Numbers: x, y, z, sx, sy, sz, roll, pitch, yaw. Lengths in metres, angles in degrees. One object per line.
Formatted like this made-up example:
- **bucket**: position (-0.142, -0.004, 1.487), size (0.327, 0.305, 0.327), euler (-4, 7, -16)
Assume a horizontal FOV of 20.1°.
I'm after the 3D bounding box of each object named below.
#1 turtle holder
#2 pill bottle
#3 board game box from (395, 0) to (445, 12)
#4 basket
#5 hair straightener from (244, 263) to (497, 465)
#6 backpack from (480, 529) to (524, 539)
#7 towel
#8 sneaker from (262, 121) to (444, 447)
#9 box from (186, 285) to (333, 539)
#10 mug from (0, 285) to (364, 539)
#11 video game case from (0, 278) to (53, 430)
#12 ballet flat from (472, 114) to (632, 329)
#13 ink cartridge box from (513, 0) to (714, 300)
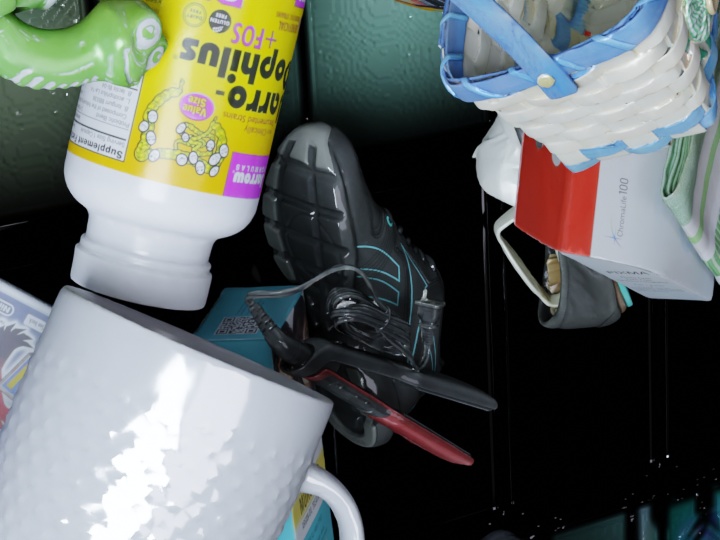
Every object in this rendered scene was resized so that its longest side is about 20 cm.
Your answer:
- **turtle holder**: position (-0.159, -0.181, 0.947), size (0.131, 0.141, 0.186), euler (-27, 72, -20)
- **pill bottle**: position (-0.093, -0.086, 1.049), size (0.103, 0.104, 0.202), euler (9, 99, -32)
- **board game box**: position (0.030, -0.245, 1.049), size (0.165, 0.056, 0.202), euler (7, 94, -67)
- **basket**: position (0.097, -0.162, 1.003), size (0.200, 0.138, 0.178), euler (37, 49, -36)
- **hair straightener**: position (0.011, 0.041, 1.109), size (0.199, 0.041, 0.078), euler (31, 83, -43)
- **backpack**: position (0.065, 0.272, 1.215), size (0.199, 0.154, 0.192), euler (-30, 109, -14)
- **towel**: position (0.237, -0.060, 1.237), size (0.200, 0.023, 0.154), euler (46, 53, -49)
- **sneaker**: position (0.000, 0.000, 1.157), size (0.079, 0.075, 0.202), euler (-32, 126, -31)
- **box**: position (-0.051, 0.116, 1.137), size (0.049, 0.082, 0.202), euler (-2, 110, 13)
- **mug**: position (-0.091, 0.127, 1.004), size (0.199, 0.148, 0.177), euler (24, 89, -19)
- **video game case**: position (-0.194, 0.107, 1.090), size (0.199, 0.023, 0.183), euler (30, 87, -33)
- **ballet flat**: position (0.108, -0.046, 1.203), size (0.068, 0.068, 0.202), euler (-18, 117, 4)
- **ink cartridge box**: position (0.156, -0.080, 1.165), size (0.200, 0.047, 0.162), euler (23, 73, -58)
